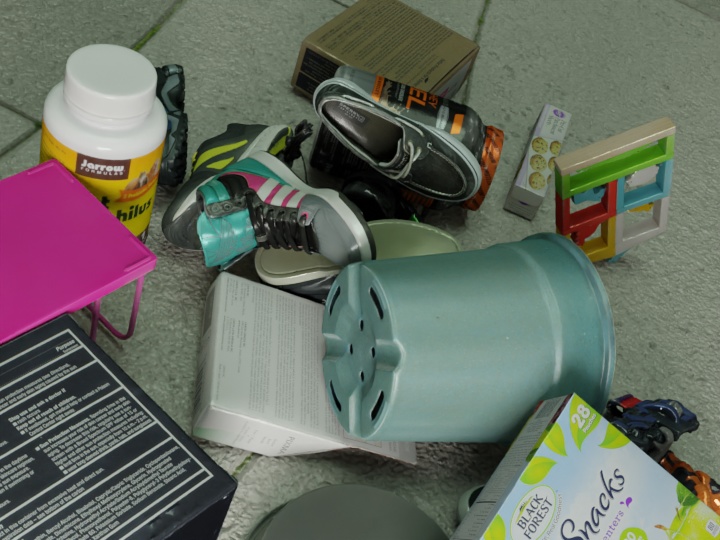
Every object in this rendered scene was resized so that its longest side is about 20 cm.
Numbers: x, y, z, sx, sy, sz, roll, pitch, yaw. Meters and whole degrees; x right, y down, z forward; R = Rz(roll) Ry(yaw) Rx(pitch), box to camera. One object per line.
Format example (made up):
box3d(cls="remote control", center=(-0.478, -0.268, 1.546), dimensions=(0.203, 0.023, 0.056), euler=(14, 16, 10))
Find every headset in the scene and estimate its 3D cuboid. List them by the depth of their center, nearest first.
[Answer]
box3d(cls="headset", center=(-0.005, -0.064, 1.102), dimensions=(0.200, 0.094, 0.123), euler=(44, 51, 4))

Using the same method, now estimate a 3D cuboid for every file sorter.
box3d(cls="file sorter", center=(-0.295, 0.028, 0.872), dimensions=(0.139, 0.126, 0.200), euler=(41, 47, 19))

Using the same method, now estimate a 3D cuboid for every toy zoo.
box3d(cls="toy zoo", center=(0.276, -0.071, 1.162), dimensions=(0.130, 0.201, 0.021), euler=(-20, 52, -4))

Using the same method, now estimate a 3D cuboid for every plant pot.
box3d(cls="plant pot", center=(0.082, 0.066, 0.921), dimensions=(0.195, 0.201, 0.201), euler=(-1, 46, -26))

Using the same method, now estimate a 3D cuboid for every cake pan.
box3d(cls="cake pan", center=(-0.001, 0.250, 0.829), dimensions=(0.199, 0.037, 0.201), euler=(11, 44, -11))

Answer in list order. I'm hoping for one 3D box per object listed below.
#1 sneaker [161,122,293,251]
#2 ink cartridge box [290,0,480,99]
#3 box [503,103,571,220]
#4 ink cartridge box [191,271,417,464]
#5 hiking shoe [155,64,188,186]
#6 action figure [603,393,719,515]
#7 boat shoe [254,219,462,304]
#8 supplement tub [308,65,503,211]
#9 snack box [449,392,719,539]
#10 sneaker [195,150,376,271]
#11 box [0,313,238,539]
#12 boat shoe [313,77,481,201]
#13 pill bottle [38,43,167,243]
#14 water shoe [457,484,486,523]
box3d(cls="sneaker", center=(-0.148, -0.089, 1.105), dimensions=(0.084, 0.075, 0.200), euler=(15, 41, 28))
box3d(cls="ink cartridge box", center=(0.033, -0.258, 1.334), dimensions=(0.164, 0.075, 0.200), euler=(32, 42, 10))
box3d(cls="box", center=(0.221, -0.138, 1.313), dimensions=(0.041, 0.039, 0.200), euler=(25, 42, 3))
box3d(cls="ink cartridge box", center=(-0.049, 0.099, 0.969), dimensions=(0.199, 0.050, 0.162), euler=(21, 40, -21))
box3d(cls="hiking shoe", center=(-0.229, -0.152, 1.133), dimensions=(0.086, 0.075, 0.200), euler=(-1, 36, -12))
box3d(cls="action figure", center=(0.261, 0.184, 0.958), dimensions=(0.199, 0.105, 0.194), euler=(8, 32, -52))
box3d(cls="boat shoe", center=(0.000, 0.002, 1.032), dimensions=(0.198, 0.066, 0.075), euler=(-8, 52, -2))
box3d(cls="supplement tub", center=(0.051, -0.143, 1.188), dimensions=(0.199, 0.123, 0.123), euler=(18, 42, -4))
box3d(cls="snack box", center=(0.160, 0.224, 0.806), dimensions=(0.168, 0.068, 0.200), euler=(41, 68, -4))
box3d(cls="sneaker", center=(-0.087, -0.038, 0.970), dimensions=(0.120, 0.084, 0.200), euler=(-31, 42, -27))
box3d(cls="box", center=(-0.232, 0.167, 0.756), dimensions=(0.198, 0.124, 0.200), euler=(41, 44, 19))
box3d(cls="boat shoe", center=(0.035, -0.123, 1.091), dimensions=(0.199, 0.072, 0.071), euler=(28, 26, -9))
box3d(cls="pill bottle", center=(-0.238, -0.102, 0.972), dimensions=(0.109, 0.201, 0.110), euler=(11, 43, -10))
box3d(cls="water shoe", center=(0.183, 0.218, 0.904), dimensions=(0.199, 0.079, 0.072), euler=(21, 42, -1))
